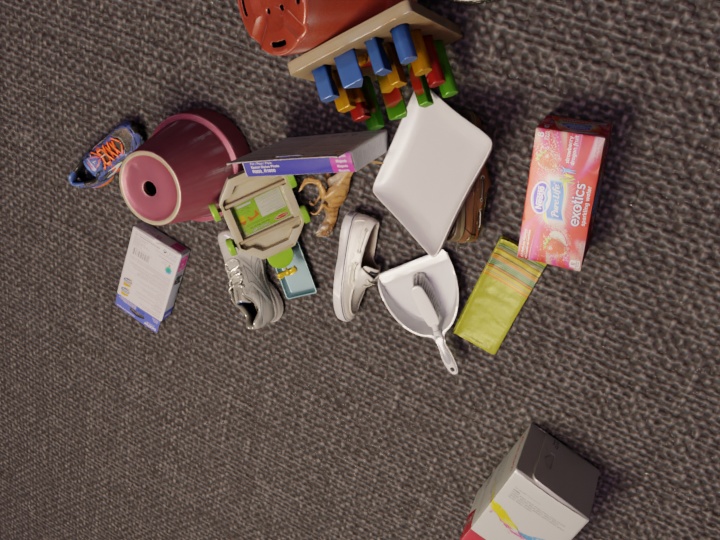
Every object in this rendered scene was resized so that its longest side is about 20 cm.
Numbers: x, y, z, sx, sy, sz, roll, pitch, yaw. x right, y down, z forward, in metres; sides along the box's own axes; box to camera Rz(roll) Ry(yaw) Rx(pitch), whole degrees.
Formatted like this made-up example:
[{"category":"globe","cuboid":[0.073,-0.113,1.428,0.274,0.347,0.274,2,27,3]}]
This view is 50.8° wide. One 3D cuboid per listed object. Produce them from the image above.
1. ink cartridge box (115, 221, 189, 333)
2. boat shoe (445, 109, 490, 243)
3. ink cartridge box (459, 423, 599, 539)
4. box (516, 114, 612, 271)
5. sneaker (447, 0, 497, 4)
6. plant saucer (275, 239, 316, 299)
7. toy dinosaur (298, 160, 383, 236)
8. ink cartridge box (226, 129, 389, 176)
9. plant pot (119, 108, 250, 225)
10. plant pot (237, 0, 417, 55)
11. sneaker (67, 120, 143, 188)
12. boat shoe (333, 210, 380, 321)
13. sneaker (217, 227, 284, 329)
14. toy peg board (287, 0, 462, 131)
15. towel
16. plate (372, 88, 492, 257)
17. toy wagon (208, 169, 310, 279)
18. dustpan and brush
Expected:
[{"category":"ink cartridge box","cuboid":[-0.424,0.015,1.533,0.118,0.042,0.202,30,118,10]},{"category":"boat shoe","cuboid":[0.164,-0.144,1.179,0.072,0.067,0.203,22,107,55]},{"category":"ink cartridge box","cuboid":[0.290,0.402,1.300,0.144,0.145,0.201,32,121,9]},{"category":"box","cuboid":[0.297,-0.114,1.109,0.098,0.095,0.203,13,116,20]},{"category":"sneaker","cuboid":[0.132,-0.425,1.070,0.197,0.077,0.086,15,112,18]},{"category":"plant saucer","cuboid":[-0.139,-0.047,1.387,0.069,0.019,0.202,-12,106,28]},{"category":"toy dinosaur","cuboid":[-0.041,-0.147,1.286,0.105,0.061,0.201,27,131,-4]},{"category":"ink cartridge box","cuboid":[-0.078,-0.179,1.196,0.194,0.200,0.044,1,112,25]},{"category":"plant pot","cuboid":[-0.314,-0.167,1.324,0.197,0.179,0.203,9,115,20]},{"category":"plant pot","cuboid":[-0.055,-0.393,1.063,0.199,0.194,0.203,25,128,37]},{"category":"sneaker","cuboid":[-0.484,-0.210,1.443,0.199,0.078,0.076,-35,95,32]},{"category":"boat shoe","cuboid":[0.000,0.000,1.315,0.069,0.071,0.203,15,110,21]},{"category":"sneaker","cuboid":[-0.212,0.016,1.407,0.074,0.087,0.202,-21,100,32]},{"category":"toy peg board","cuboid":[0.037,-0.279,1.086,0.198,0.199,0.099,-20,87,28]},{"category":"towel","cuboid":[0.228,0.045,1.255,0.085,0.018,0.202,30,121,12]},{"category":"plate","cuboid":[0.111,-0.156,1.166,0.200,0.032,0.201,50,127,41]},{"category":"toy wagon","cuboid":[-0.166,-0.080,1.322,0.153,0.040,0.202,-24,114,-6]},{"category":"dustpan and brush","cuboid":[0.123,0.082,1.290,0.138,0.057,0.202,-21,109,22]}]
